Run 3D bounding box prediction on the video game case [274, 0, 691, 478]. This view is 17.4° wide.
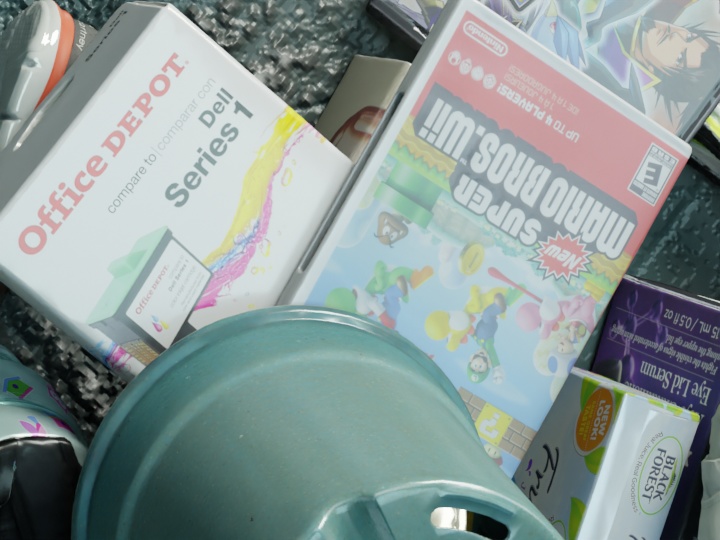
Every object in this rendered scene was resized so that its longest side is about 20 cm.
[{"bbox_3d":[0.052,-0.006,1.097,0.142,0.017,0.201,31,87,-21],"label":"video game case"}]

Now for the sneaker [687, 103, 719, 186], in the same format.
[{"bbox_3d":[0.255,-0.061,1.325,0.200,0.074,0.081,39,80,-23],"label":"sneaker"}]

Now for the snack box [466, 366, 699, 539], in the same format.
[{"bbox_3d":[0.099,0.154,1.255,0.053,0.142,0.202,18,91,-22],"label":"snack box"}]

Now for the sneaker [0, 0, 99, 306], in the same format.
[{"bbox_3d":[-0.162,-0.028,1.167,0.081,0.077,0.201,21,91,-30],"label":"sneaker"}]

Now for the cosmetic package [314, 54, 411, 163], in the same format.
[{"bbox_3d":[0.000,0.000,1.224,0.103,0.087,0.201,29,86,-20],"label":"cosmetic package"}]

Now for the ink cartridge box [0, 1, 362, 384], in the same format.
[{"bbox_3d":[-0.071,-0.009,1.109,0.200,0.084,0.145,40,83,-18],"label":"ink cartridge box"}]

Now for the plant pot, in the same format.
[{"bbox_3d":[-0.006,0.132,0.986,0.198,0.196,0.202,-3,101,-17],"label":"plant pot"}]

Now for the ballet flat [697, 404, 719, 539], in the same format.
[{"bbox_3d":[0.216,0.069,1.179,0.069,0.069,0.200,45,77,-21],"label":"ballet flat"}]

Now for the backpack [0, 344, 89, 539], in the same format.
[{"bbox_3d":[-0.189,0.136,1.130,0.166,0.127,0.201,-23,133,-23],"label":"backpack"}]

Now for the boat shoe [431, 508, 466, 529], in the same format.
[{"bbox_3d":[0.017,0.178,1.246,0.071,0.060,0.202,4,61,0],"label":"boat shoe"}]

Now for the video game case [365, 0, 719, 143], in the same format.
[{"bbox_3d":[0.133,-0.162,1.256,0.180,0.026,0.201,38,83,-3],"label":"video game case"}]

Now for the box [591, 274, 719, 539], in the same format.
[{"bbox_3d":[0.187,0.119,1.282,0.104,0.148,0.202,16,91,-22],"label":"box"}]
